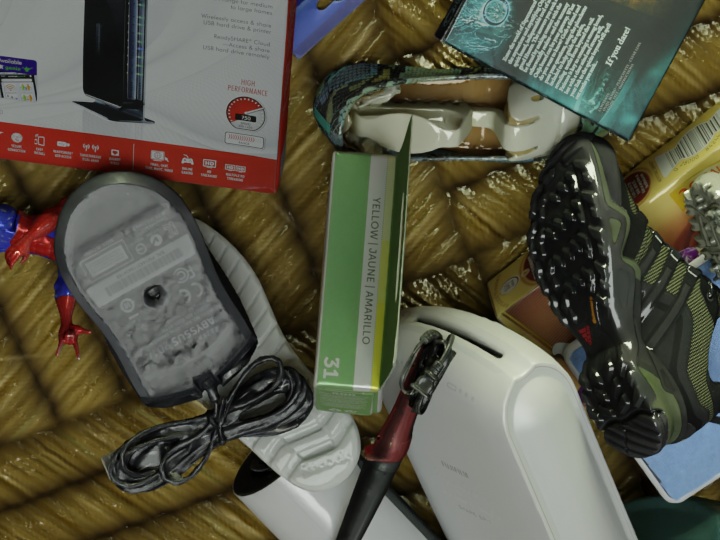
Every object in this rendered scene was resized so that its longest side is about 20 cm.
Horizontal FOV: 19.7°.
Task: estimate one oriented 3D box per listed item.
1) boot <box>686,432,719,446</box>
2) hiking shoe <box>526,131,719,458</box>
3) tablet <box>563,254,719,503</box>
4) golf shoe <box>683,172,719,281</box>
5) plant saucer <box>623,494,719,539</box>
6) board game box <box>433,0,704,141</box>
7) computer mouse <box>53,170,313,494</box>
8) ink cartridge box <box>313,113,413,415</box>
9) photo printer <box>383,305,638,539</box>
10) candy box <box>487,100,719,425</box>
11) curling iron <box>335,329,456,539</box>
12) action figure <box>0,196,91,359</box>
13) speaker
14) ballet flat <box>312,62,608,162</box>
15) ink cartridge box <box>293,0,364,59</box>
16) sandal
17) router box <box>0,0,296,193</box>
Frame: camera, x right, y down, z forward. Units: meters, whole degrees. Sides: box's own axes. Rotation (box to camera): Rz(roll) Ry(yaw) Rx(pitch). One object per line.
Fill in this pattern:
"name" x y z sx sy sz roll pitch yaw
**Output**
"boot" 0.272 0.048 1.366 0.199 0.075 0.108 -17 114 -5
"hiking shoe" 0.170 0.011 1.276 0.100 0.076 0.201 -11 85 -37
"tablet" 0.243 0.047 1.318 0.200 0.014 0.130 -35 101 11
"golf shoe" 0.287 0.000 1.272 0.200 0.078 0.097 45 74 -4
"plant saucer" 0.178 0.206 1.363 0.199 0.200 0.036 -25 112 8
"board game box" 0.148 -0.196 1.229 0.135 0.028 0.201 26 99 -13
"computer mouse" -0.125 0.027 1.275 0.138 0.053 0.201 -24 110 -3
"ink cartridge box" 0.000 0.000 1.220 0.048 0.200 0.147 4 79 0
"photo printer" 0.090 0.116 1.334 0.069 0.166 0.201 -35 119 -22
"candy box" 0.195 -0.002 1.340 0.200 0.057 0.117 -38 113 12
"curling iron" 0.013 0.114 1.293 0.025 0.050 0.201 30 126 7
"action figure" -0.232 -0.008 1.282 0.199 0.099 0.065 5 135 -9
"speaker" 0.006 0.188 1.397 0.081 0.081 0.200 -38 107 14
"ballet flat" 0.071 -0.091 1.280 0.199 0.074 0.075 -3 117 -3
"ink cartridge box" -0.068 -0.217 1.223 0.099 0.039 0.200 -41 113 15
"sandal" -0.078 0.058 1.333 0.082 0.050 0.203 -35 86 0
"router box" -0.139 -0.144 1.218 0.199 0.049 0.180 7 125 3
